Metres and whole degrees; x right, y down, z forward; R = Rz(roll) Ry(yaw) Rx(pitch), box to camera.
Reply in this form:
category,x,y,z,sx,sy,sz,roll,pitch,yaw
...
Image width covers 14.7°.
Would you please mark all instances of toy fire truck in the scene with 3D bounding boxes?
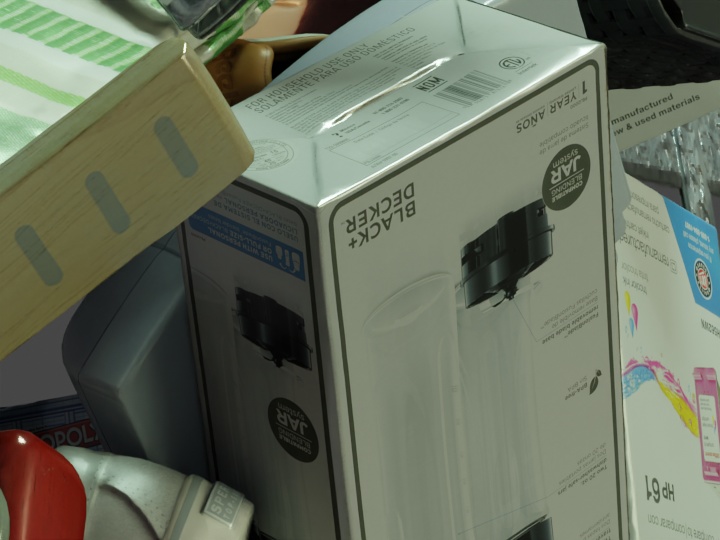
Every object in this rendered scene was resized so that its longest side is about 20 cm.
category,x,y,z,sx,sy,sz,roll,pitch,yaw
toy fire truck,-0.109,0.040,0.654,0.176,0.200,0.129,44,43,-50

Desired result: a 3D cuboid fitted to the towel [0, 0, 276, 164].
category,x,y,z,sx,sy,sz,roll,pitch,yaw
towel,-0.117,-0.077,0.766,0.200,0.153,0.023,-50,161,-61

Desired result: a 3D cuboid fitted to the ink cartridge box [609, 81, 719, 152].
category,x,y,z,sx,sy,sz,roll,pitch,yaw
ink cartridge box,0.071,-0.162,1.175,0.145,0.083,0.200,-117,-176,-69

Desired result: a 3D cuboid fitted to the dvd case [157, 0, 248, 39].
category,x,y,z,sx,sy,sz,roll,pitch,yaw
dvd case,-0.049,-0.180,0.792,0.200,0.149,0.016,50,3,25

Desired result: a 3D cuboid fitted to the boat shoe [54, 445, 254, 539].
category,x,y,z,sx,sy,sz,roll,pitch,yaw
boat shoe,-0.092,0.143,0.762,0.072,0.069,0.200,-56,168,-76

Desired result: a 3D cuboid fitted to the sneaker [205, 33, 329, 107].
category,x,y,z,sx,sy,sz,roll,pitch,yaw
sneaker,-0.006,-0.031,0.897,0.200,0.085,0.073,11,64,-62

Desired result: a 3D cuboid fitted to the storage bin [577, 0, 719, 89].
category,x,y,z,sx,sy,sz,roll,pitch,yaw
storage bin,0.096,-0.171,1.001,0.135,0.094,0.200,9,79,-57

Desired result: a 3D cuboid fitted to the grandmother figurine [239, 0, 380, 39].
category,x,y,z,sx,sy,sz,roll,pitch,yaw
grandmother figurine,-0.029,-0.091,0.962,0.200,0.121,0.061,-3,49,-44

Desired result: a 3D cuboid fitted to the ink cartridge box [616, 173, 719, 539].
category,x,y,z,sx,sy,sz,roll,pitch,yaw
ink cartridge box,0.104,0.069,1.208,0.145,0.085,0.200,23,61,-60

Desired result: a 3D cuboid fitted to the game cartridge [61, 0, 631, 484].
category,x,y,z,sx,sy,sz,roll,pitch,yaw
game cartridge,0.000,0.000,0.828,0.200,0.040,0.133,-44,139,-26

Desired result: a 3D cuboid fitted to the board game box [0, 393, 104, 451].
category,x,y,z,sx,sy,sz,roll,pitch,yaw
board game box,-0.051,0.124,0.899,0.200,0.062,0.200,-29,106,-63

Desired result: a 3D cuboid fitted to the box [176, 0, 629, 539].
category,x,y,z,sx,sy,sz,roll,pitch,yaw
box,0.016,0.038,0.789,0.117,0.060,0.200,-32,128,-35
